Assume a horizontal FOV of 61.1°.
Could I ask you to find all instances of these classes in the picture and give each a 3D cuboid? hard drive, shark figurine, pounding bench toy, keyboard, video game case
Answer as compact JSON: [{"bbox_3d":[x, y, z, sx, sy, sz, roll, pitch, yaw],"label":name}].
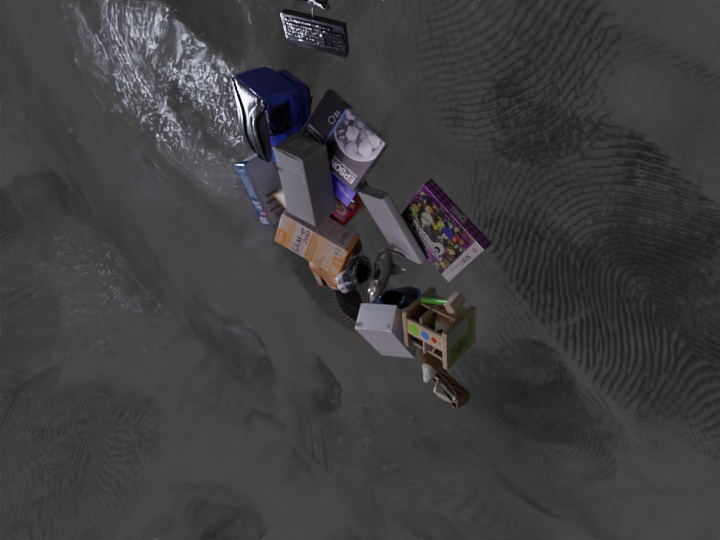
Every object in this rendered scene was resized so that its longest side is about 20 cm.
[{"bbox_3d":[0.075,-0.110,1.472,0.200,0.026,0.132,57,166,-29],"label":"hard drive"},{"bbox_3d":[0.079,-0.013,1.596,0.089,0.128,0.215,14,143,-2],"label":"shark figurine"},{"bbox_3d":[0.190,0.112,1.526,0.156,0.124,0.200,27,141,35],"label":"pounding bench toy"},{"bbox_3d":[-0.105,-0.545,1.340,0.200,0.021,0.127,27,141,34],"label":"keyboard"},{"bbox_3d":[0.186,-0.088,1.411,0.200,0.036,0.181,49,150,6],"label":"video game case"}]

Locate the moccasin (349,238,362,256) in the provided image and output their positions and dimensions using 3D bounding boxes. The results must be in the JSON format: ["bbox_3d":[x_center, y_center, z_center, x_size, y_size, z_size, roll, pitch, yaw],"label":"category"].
[{"bbox_3d":[-0.090,-0.075,1.714,0.201,0.078,0.074,13,111,25],"label":"moccasin"}]

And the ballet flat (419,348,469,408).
[{"bbox_3d":[0.225,0.314,1.737,0.200,0.072,0.068,49,148,5],"label":"ballet flat"}]

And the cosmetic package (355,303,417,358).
[{"bbox_3d":[0.077,0.167,1.672,0.113,0.081,0.200,3,153,25],"label":"cosmetic package"}]

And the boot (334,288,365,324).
[{"bbox_3d":[-0.006,0.126,1.829,0.200,0.075,0.097,51,175,27],"label":"boot"}]

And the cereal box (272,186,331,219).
[{"bbox_3d":[-0.157,-0.169,1.701,0.144,0.040,0.200,49,166,-24],"label":"cereal box"}]

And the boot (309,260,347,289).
[{"bbox_3d":[-0.092,-0.027,1.806,0.200,0.074,0.155,1,117,46],"label":"boot"}]

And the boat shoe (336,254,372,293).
[{"bbox_3d":[0.000,0.000,1.628,0.068,0.200,0.072,-20,99,23],"label":"boat shoe"}]

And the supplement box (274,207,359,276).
[{"bbox_3d":[-0.117,-0.086,1.610,0.200,0.074,0.126,30,144,2],"label":"supplement box"}]

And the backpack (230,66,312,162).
[{"bbox_3d":[-0.205,-0.374,1.495,0.163,0.167,0.200,49,150,37],"label":"backpack"}]

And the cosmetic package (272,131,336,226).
[{"bbox_3d":[-0.130,-0.216,1.457,0.107,0.090,0.200,28,143,32],"label":"cosmetic package"}]

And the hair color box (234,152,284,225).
[{"bbox_3d":[-0.281,-0.243,1.800,0.060,0.100,0.200,11,130,48],"label":"hair color box"}]

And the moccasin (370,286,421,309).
[{"bbox_3d":[0.082,0.074,1.667,0.200,0.068,0.081,-28,64,51],"label":"moccasin"}]

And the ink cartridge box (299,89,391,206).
[{"bbox_3d":[-0.055,-0.285,1.438,0.198,0.043,0.200,44,120,12],"label":"ink cartridge box"}]

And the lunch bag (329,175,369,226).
[{"bbox_3d":[-0.071,-0.220,1.578,0.200,0.082,0.176,51,153,5],"label":"lunch bag"}]
